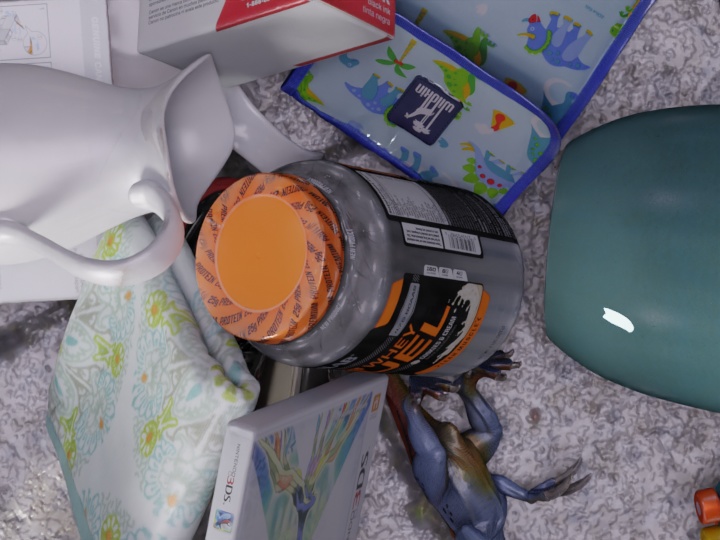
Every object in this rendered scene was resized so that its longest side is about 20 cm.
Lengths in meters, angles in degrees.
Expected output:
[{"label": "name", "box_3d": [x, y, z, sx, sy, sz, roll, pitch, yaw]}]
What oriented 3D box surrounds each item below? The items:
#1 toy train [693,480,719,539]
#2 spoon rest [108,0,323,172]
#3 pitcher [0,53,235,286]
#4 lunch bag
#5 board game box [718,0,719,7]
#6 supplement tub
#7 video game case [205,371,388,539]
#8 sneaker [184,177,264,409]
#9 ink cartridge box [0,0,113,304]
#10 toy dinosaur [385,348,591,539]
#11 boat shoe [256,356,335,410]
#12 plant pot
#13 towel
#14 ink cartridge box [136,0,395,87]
[{"label": "toy train", "box_3d": [0.311, 0.174, 1.414, 0.200, 0.056, 0.150, 38, 90, -6]}, {"label": "spoon rest", "box_3d": [-0.110, -0.126, 1.386, 0.200, 0.061, 0.099, 41, 93, -3]}, {"label": "pitcher", "box_3d": [-0.188, -0.051, 1.282, 0.199, 0.172, 0.122, -4, 130, 13]}, {"label": "lunch bag", "box_3d": [0.069, -0.151, 1.365, 0.170, 0.128, 0.200, 33, 107, -5]}, {"label": "board game box", "box_3d": [0.322, -0.254, 1.406, 0.199, 0.028, 0.136, -11, 93, -1]}, {"label": "supplement tub", "box_3d": [0.000, 0.000, 1.296, 0.122, 0.200, 0.123, -4, 83, 37]}, {"label": "video game case", "box_3d": [-0.044, 0.161, 1.287, 0.022, 0.200, 0.183, 15, 102, 21]}, {"label": "sneaker", "box_3d": [-0.091, 0.042, 1.374, 0.070, 0.098, 0.202, 6, 93, -11]}, {"label": "ink cartridge box", "box_3d": [-0.242, -0.076, 1.391, 0.172, 0.044, 0.201, -4, 96, -3]}, {"label": "toy dinosaur", "box_3d": [0.079, 0.145, 1.413, 0.105, 0.200, 0.182, -24, 120, -35]}, {"label": "boat shoe", "box_3d": [-0.035, 0.116, 1.402, 0.057, 0.067, 0.201, 5, 98, -22]}, {"label": "plant pot", "box_3d": [0.200, -0.010, 1.337, 0.160, 0.201, 0.202, 5, 92, 11]}, {"label": "towel", "box_3d": [-0.134, 0.080, 1.312, 0.048, 0.200, 0.172, 6, 123, -30]}, {"label": "ink cartridge box", "box_3d": [-0.055, -0.230, 1.313, 0.144, 0.084, 0.201, -11, 71, 38]}]
